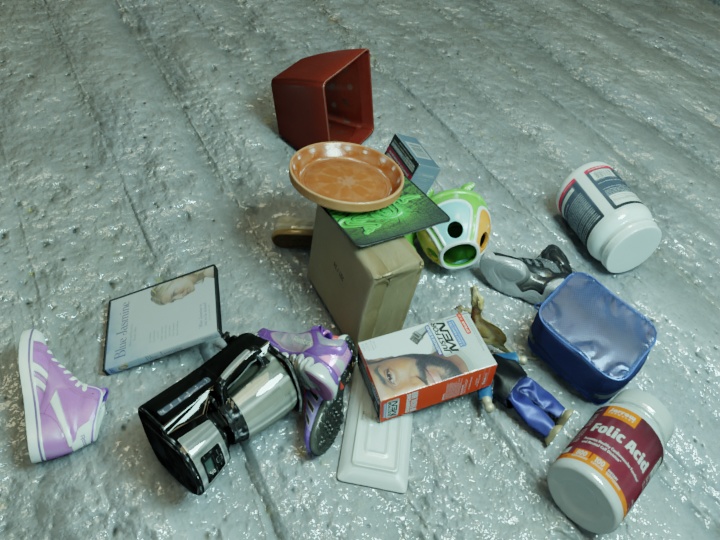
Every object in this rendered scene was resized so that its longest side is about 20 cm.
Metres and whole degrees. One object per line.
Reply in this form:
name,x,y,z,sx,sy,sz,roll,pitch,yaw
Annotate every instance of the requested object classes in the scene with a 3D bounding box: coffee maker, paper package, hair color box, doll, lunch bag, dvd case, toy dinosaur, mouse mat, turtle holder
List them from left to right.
dvd case,-0.320,0.076,0.962,0.194,0.018,0.145,-19,50,1
coffee maker,-0.208,0.196,0.853,0.198,0.138,0.189,-34,18,-34
paper package,0.000,0.000,1.005,0.101,0.194,0.202,-14,50,-28
mouse mat,0.035,-0.106,0.978,0.195,0.008,0.161,-18,48,-30
hair color box,0.063,-0.145,1.139,0.059,0.203,0.100,2,41,-37
hair color box,0.102,0.148,0.934,0.193,0.065,0.113,-15,50,-13
turtle holder,0.162,-0.076,1.138,0.178,0.143,0.135,3,47,-7
toy dinosaur,0.216,0.109,1.015,0.100,0.200,0.059,5,53,54
doll,0.243,0.192,0.967,0.199,0.049,0.135,39,52,24
lunch bag,0.378,0.115,1.006,0.135,0.134,0.200,-37,61,-17

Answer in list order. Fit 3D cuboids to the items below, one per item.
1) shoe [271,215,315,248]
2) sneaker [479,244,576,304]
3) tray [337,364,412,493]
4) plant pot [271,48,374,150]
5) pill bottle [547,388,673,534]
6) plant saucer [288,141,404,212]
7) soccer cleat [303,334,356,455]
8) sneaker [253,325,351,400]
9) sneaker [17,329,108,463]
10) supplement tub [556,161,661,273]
shoe,-0.073,-0.069,1.141,0.192,0.071,0.055,8,54,2
sneaker,0.327,-0.004,1.147,0.195,0.077,0.115,24,47,5
tray,0.029,0.232,0.915,0.103,0.023,0.204,9,47,1
plant pot,-0.092,-0.382,1.357,0.172,0.205,0.201,17,45,26
pill bottle,0.372,0.271,0.869,0.198,0.116,0.114,-33,59,-33
plant saucer,-0.024,-0.155,0.992,0.193,0.033,0.203,6,39,-5
soccer cleat,-0.061,0.190,0.920,0.071,0.069,0.204,-4,47,21
sneaker,-0.086,0.122,0.904,0.196,0.082,0.089,15,55,44
sneaker,-0.433,0.170,0.870,0.111,0.073,0.205,-12,61,-25
supplement tub,0.508,-0.112,1.226,0.135,0.143,0.204,-8,49,-16
